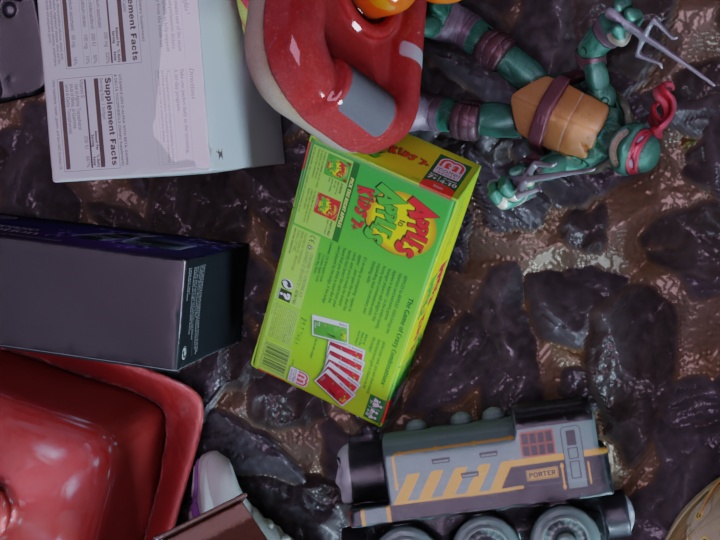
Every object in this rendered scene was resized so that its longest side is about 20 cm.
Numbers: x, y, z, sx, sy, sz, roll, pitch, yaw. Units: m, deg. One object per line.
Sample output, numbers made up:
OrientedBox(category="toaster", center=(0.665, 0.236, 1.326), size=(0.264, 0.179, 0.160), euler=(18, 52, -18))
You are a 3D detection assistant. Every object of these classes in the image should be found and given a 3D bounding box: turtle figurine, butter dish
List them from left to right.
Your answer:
OrientedBox(category="butter dish", center=(-0.236, 0.154, 1.104), size=(0.200, 0.148, 0.200), euler=(18, 98, 11))
OrientedBox(category="turtle figurine", center=(0.122, -0.102, 1.025), size=(0.200, 0.101, 0.150), euler=(24, 82, 26))

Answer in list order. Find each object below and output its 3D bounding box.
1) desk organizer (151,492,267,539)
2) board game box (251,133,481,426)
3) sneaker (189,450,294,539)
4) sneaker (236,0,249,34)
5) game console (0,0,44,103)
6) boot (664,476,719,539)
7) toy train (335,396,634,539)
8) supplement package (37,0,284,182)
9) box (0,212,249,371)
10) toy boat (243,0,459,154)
OrientedBox(category="desk organizer", center=(-0.114, 0.237, 1.053), size=(0.077, 0.072, 0.200), euler=(54, 142, 18))
OrientedBox(category="board game box", center=(0.000, 0.000, 1.042), size=(0.101, 0.048, 0.200), euler=(24, 129, 9))
OrientedBox(category="sneaker", center=(-0.057, 0.216, 1.120), size=(0.099, 0.075, 0.200), euler=(-22, 88, -9))
OrientedBox(category="sneaker", center=(-0.040, -0.225, 1.029), size=(0.078, 0.090, 0.200), euler=(-4, 65, 17))
OrientedBox(category="game console", center=(-0.339, -0.191, 1.110), size=(0.200, 0.119, 0.173), euler=(-10, 93, 14))
OrientedBox(category="boot", center=(0.246, 0.171, 0.992), size=(0.073, 0.155, 0.200), euler=(39, 102, 6))
OrientedBox(category="toy train", center=(0.080, 0.150, 1.063), size=(0.200, 0.085, 0.114), euler=(-8, 88, 5))
OrientedBox(category="supplement package", center=(-0.129, -0.163, 1.046), size=(0.111, 0.156, 0.200), euler=(-2, 95, 15))
OrientedBox(category="box", center=(-0.193, 0.010, 1.084), size=(0.200, 0.141, 0.079), euler=(7, 94, 12))
OrientedBox(category="toy boat", center=(0.017, -0.175, 0.932), size=(0.131, 0.130, 0.200), euler=(-10, 64, 35))
